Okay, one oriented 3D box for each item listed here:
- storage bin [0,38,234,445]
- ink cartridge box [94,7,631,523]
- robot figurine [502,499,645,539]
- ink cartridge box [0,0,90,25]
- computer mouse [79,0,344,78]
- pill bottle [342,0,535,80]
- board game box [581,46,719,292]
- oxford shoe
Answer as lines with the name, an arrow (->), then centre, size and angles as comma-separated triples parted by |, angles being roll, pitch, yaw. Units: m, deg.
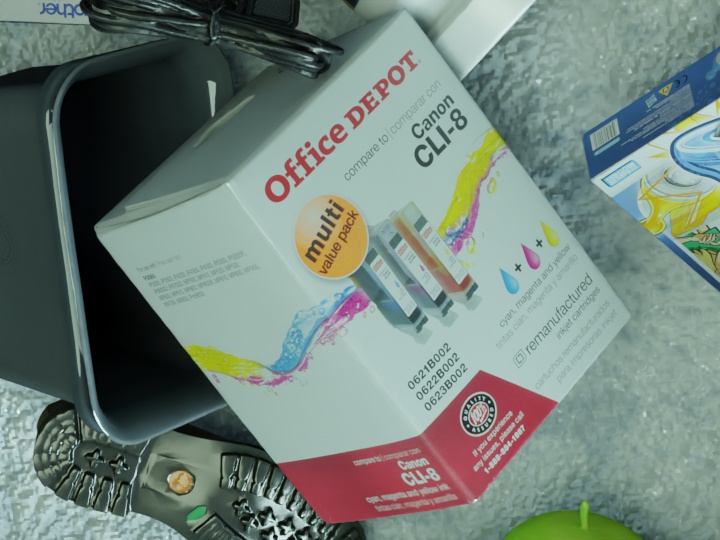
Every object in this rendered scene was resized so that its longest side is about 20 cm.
storage bin -> -0.143, -0.026, 1.252 | 0.134, 0.145, 0.201 | 9, 111, 41
ink cartridge box -> 0.000, 0.000, 1.162 | 0.200, 0.145, 0.144 | 52, 150, -14
robot figurine -> 0.095, 0.214, 1.256 | 0.175, 0.116, 0.200 | 28, 111, -18
ink cartridge box -> -0.208, -0.161, 1.240 | 0.199, 0.094, 0.044 | 3, 107, 15
computer mouse -> -0.093, -0.140, 1.148 | 0.140, 0.200, 0.046 | 15, 112, -19
pill bottle -> 0.009, -0.196, 1.158 | 0.200, 0.116, 0.116 | 44, 112, 0
board game box -> 0.227, -0.071, 1.135 | 0.200, 0.035, 0.135 | -33, 130, 27
oxford shoe -> -0.087, 0.115, 1.306 | 0.199, 0.084, 0.073 | 28, 97, -14
